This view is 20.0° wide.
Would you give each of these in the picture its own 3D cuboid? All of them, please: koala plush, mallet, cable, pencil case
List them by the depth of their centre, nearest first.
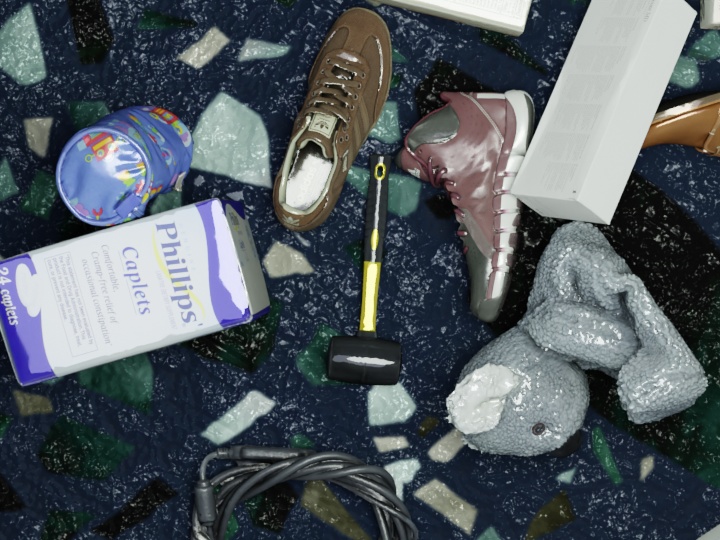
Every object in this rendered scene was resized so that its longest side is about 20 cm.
[{"bbox_3d":[-0.191,-0.088,1.687,0.087,0.200,0.078,44,102,-3],"label":"pencil case"},{"bbox_3d":[0.159,0.081,1.705,0.200,0.177,0.184,-35,80,3],"label":"koala plush"},{"bbox_3d":[0.000,0.000,1.765,0.065,0.041,0.201,-2,88,-2],"label":"mallet"},{"bbox_3d":[-0.050,0.235,1.766,0.199,0.051,0.164,4,92,1],"label":"cable"}]

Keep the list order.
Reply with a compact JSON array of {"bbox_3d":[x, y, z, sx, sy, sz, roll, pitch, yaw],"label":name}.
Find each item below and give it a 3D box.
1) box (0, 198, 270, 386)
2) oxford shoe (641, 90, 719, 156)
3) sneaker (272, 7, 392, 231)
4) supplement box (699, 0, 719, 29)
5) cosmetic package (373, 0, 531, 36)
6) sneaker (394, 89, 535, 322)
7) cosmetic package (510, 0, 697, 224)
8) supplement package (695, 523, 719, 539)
[{"bbox_3d":[-0.187,0.016,1.694,0.199,0.184,0.106,-17,91,2],"label":"box"},{"bbox_3d":[0.305,-0.121,1.736,0.199,0.071,0.072,-12,99,2],"label":"oxford shoe"},{"bbox_3d":[-0.021,-0.127,1.738,0.070,0.076,0.201,17,93,1],"label":"sneaker"},{"bbox_3d":[0.391,-0.266,1.723,0.199,0.074,0.127,2,93,1],"label":"supplement box"},{"bbox_3d":[0.053,-0.271,1.725,0.199,0.087,0.104,15,93,0],"label":"cosmetic package"},{"bbox_3d":[0.082,-0.060,1.747,0.115,0.076,0.201,8,82,6],"label":"sneaker"},{"bbox_3d":[0.204,-0.140,1.702,0.051,0.082,0.201,33,76,-36],"label":"cosmetic package"},{"bbox_3d":[0.301,0.298,1.685,0.117,0.200,0.118,-34,91,3],"label":"supplement package"}]
